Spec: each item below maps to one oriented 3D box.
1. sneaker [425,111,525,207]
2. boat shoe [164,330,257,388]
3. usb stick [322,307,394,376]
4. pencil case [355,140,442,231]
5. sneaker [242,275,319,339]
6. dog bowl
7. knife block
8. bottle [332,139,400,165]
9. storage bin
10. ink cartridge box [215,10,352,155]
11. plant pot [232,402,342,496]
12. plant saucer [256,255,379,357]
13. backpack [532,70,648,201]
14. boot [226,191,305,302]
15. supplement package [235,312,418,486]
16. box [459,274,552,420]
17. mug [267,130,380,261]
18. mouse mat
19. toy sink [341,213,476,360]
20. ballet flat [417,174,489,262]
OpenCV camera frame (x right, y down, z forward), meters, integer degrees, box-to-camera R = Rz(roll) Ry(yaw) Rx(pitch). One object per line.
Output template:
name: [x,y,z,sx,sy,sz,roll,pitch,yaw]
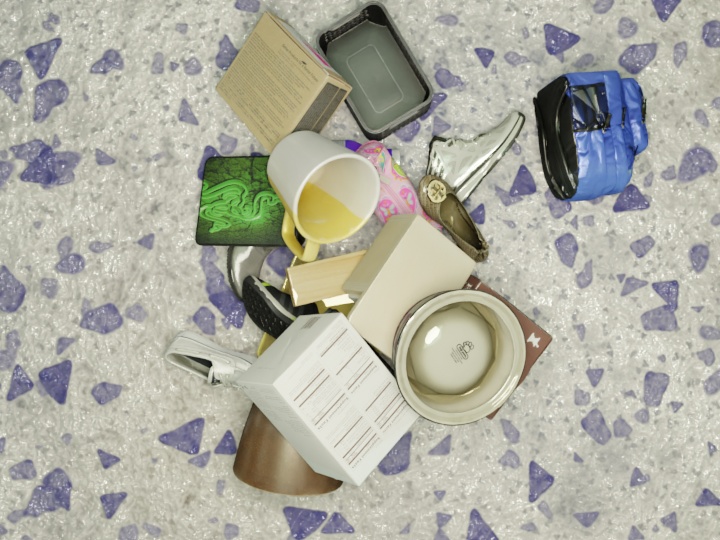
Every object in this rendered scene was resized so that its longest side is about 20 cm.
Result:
sneaker: [0.187,-0.217,1.449,0.115,0.076,0.201,40,93,0]
boat shoe: [-0.243,0.174,1.456,0.199,0.065,0.074,20,129,9]
usb stick: [0.001,0.150,1.428,0.055,0.033,0.200,-43,88,2]
pencil case: [0.054,-0.123,1.410,0.087,0.087,0.200,-38,119,1]
sneaker: [-0.115,0.075,1.405,0.200,0.083,0.072,41,134,22]
dog bowl: [0.134,0.118,1.220,0.199,0.074,0.201,-3,101,-14]
knife block: [0.000,0.000,1.363,0.175,0.200,0.064,-14,89,31]
bottle: [-0.030,-0.185,1.457,0.199,0.065,0.084,-2,66,1]
storage bin: [0.024,-0.340,1.447,0.135,0.094,0.201,-31,90,1]
ink cartridge box: [-0.131,-0.303,1.400,0.165,0.075,0.200,-50,58,18]
plant pot: [-0.107,0.241,1.388,0.186,0.187,0.201,8,98,2]
plant saucer: [-0.055,0.095,1.470,0.199,0.048,0.201,22,90,1]
backpack: [0.389,-0.219,1.401,0.167,0.163,0.201,-4,89,-2]
boot: [-0.157,-0.044,1.443,0.131,0.070,0.201,0,91,23]
supplement package: [-0.048,0.188,1.253,0.151,0.152,0.200,-45,106,-24]
box: [0.168,0.104,1.369,0.164,0.200,0.166,37,90,-18]
mug: [-0.083,-0.130,1.312,0.187,0.149,0.153,-48,46,3]
mouse mat: [-0.190,-0.120,1.438,0.199,0.008,0.162,1,80,23]
toy sink: [0.059,0.031,1.299,0.130,0.112,0.200,37,78,-19]
ballet flat: [0.162,-0.084,1.416,0.067,0.046,0.200,-49,123,-17]
